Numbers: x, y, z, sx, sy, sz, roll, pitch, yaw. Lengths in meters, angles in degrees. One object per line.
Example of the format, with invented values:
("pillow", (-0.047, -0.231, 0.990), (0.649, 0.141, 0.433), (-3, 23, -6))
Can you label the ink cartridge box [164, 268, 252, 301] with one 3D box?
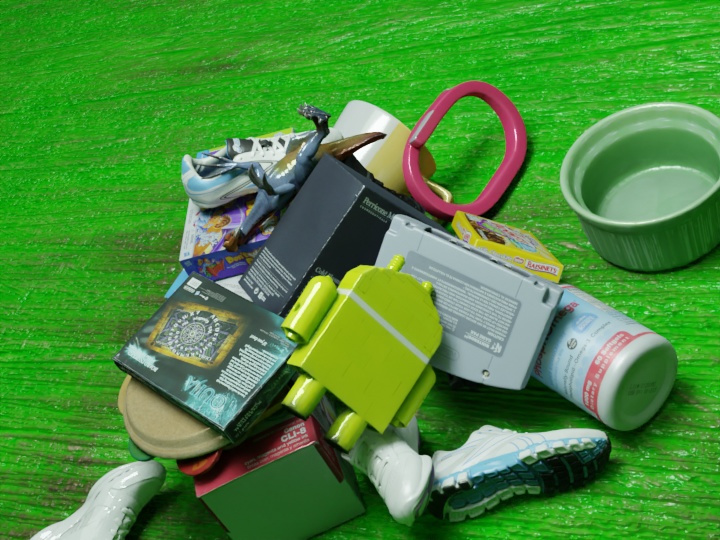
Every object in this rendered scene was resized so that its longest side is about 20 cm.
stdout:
("ink cartridge box", (-0.113, 0.014, 1.477), (0.146, 0.146, 0.200), (7, 52, 33))

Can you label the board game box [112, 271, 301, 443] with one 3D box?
("board game box", (-0.155, 0.086, 1.228), (0.200, 0.028, 0.135), (24, 64, 41))

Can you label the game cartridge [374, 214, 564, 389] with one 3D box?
("game cartridge", (0.102, 0.039, 1.242), (0.200, 0.040, 0.134), (26, 106, 20))

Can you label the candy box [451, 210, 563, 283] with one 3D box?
("candy box", (0.165, -0.030, 1.350), (0.200, 0.102, 0.026), (-99, 28, -78))

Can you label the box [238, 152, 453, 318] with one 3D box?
("box", (0.000, 0.000, 1.336), (0.182, 0.200, 0.104), (-54, 38, 8))

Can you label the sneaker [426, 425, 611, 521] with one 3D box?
("sneaker", (0.159, 0.189, 1.219), (0.199, 0.075, 0.087), (-17, 38, 13))

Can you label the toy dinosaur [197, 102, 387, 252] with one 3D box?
("toy dinosaur", (-0.082, -0.094, 1.329), (0.105, 0.199, 0.182), (-123, 52, -67))

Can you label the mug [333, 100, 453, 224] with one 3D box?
("mug", (0.008, -0.116, 1.546), (0.186, 0.149, 0.153), (23, 71, 49))

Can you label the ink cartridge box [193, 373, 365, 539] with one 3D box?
("ink cartridge box", (-0.103, 0.184, 1.307), (0.144, 0.145, 0.200), (-26, 43, 4))

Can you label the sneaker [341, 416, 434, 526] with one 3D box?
("sneaker", (0.020, 0.202, 1.227), (0.099, 0.075, 0.200), (15, 14, -12))

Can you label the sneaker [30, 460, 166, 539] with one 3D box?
("sneaker", (-0.294, 0.305, 1.352), (0.200, 0.075, 0.100), (-42, 57, -8))

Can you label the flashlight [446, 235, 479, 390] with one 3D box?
("flashlight", (0.119, 0.046, 1.385), (0.068, 0.068, 0.200), (5, 41, -20))

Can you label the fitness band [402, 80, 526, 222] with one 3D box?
("fitness band", (0.135, -0.153, 1.516), (0.200, 0.144, 0.037), (-54, 15, -26))

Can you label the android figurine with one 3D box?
("android figurine", (0.006, 0.078, 1.188), (0.041, 0.182, 0.200), (2, 56, 59))

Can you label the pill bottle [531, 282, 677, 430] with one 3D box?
("pill bottle", (0.230, 0.079, 1.255), (0.109, 0.109, 0.200), (-42, 43, -14))

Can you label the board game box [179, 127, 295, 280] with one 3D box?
("board game box", (-0.142, -0.082, 1.442), (0.134, 0.045, 0.200), (-13, 43, 13))

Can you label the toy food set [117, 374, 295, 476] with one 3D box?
("toy food set", (-0.167, 0.126, 1.254), (0.200, 0.049, 0.198), (-31, 42, -2))

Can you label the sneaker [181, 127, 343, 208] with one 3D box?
("sneaker", (-0.116, -0.131, 1.391), (0.199, 0.073, 0.072), (-18, 41, -1))

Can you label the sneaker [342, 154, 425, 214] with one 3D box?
("sneaker", (0.030, -0.080, 1.466), (0.087, 0.200, 0.076), (-27, 20, -2))

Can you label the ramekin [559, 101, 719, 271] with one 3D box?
("ramekin", (0.342, -0.094, 1.371), (0.199, 0.098, 0.200), (-15, 44, 15))
